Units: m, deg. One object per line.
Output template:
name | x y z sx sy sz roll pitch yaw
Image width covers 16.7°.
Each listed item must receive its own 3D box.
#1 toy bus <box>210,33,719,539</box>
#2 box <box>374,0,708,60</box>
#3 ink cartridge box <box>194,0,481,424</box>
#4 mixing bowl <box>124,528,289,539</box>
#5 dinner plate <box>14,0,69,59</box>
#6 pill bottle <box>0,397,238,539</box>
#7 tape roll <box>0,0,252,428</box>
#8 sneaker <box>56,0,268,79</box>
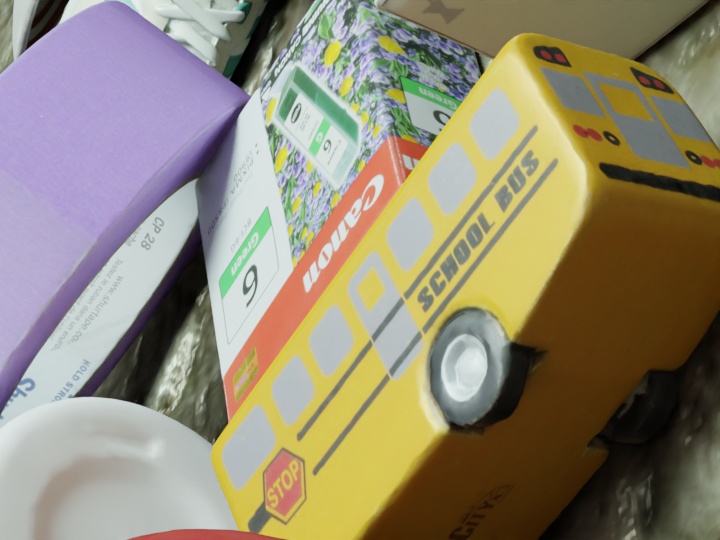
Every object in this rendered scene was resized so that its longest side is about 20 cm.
toy bus | 0.021 0.038 0.662 0.200 0.065 0.078 -54 46 29
box | 0.065 -0.165 0.741 0.095 0.078 0.200 -36 40 50
ink cartridge box | 0.000 0.000 0.776 0.109 0.050 0.200 -55 27 29
mixing bowl | -0.032 0.139 0.605 0.200 0.200 0.108 -45 8 42
dinner plate | -0.118 -0.178 1.093 0.200 0.024 0.200 -156 90 -87
pill bottle | -0.122 0.140 0.832 0.200 0.120 0.120 -43 34 42
tape roll | -0.120 0.001 0.891 0.200 0.066 0.200 -53 -5 -6
sneaker | -0.069 -0.120 0.991 0.093 0.070 0.200 -11 58 69
